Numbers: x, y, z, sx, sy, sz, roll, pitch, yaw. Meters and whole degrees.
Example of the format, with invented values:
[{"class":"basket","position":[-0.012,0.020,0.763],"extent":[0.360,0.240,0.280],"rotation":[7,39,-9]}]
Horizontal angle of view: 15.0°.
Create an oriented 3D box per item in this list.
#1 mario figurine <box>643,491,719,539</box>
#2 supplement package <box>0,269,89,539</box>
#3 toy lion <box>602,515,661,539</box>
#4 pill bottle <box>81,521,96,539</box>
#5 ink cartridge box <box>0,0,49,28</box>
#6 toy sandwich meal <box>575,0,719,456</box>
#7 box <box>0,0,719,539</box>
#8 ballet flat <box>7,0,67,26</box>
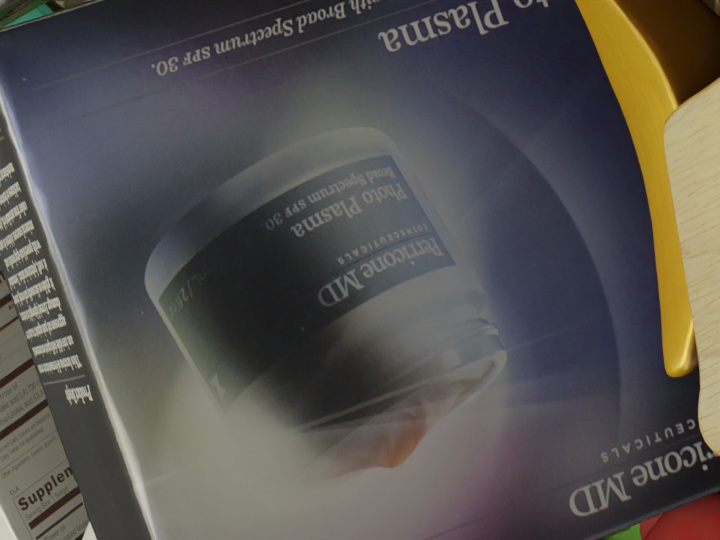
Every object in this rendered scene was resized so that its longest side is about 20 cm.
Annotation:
[{"class":"mario figurine","position":[0.151,0.150,0.865],"extent":[0.201,0.123,0.106],"rotation":[60,163,-16]},{"class":"supplement package","position":[-0.139,0.089,1.082],"extent":[0.113,0.109,0.201],"rotation":[-16,104,39]},{"class":"toy lion","position":[0.136,0.162,0.969],"extent":[0.191,0.069,0.201],"rotation":[-15,105,32]},{"class":"pill bottle","position":[-0.060,0.148,0.962],"extent":[0.113,0.113,0.201],"rotation":[28,105,19]},{"class":"ink cartridge box","position":[-0.071,-0.164,0.871],"extent":[0.200,0.145,0.084],"rotation":[-33,94,42]},{"class":"toy sandwich meal","position":[0.119,-0.042,0.713],"extent":[0.205,0.070,0.206],"rotation":[26,120,57]},{"class":"box","position":[0.000,0.000,0.836],"extent":[0.123,0.199,0.199],"rotation":[166,84,-75]},{"class":"ballet flat","position":[-0.114,-0.059,1.024],"extent":[0.200,0.076,0.064],"rotation":[46,163,10]}]
